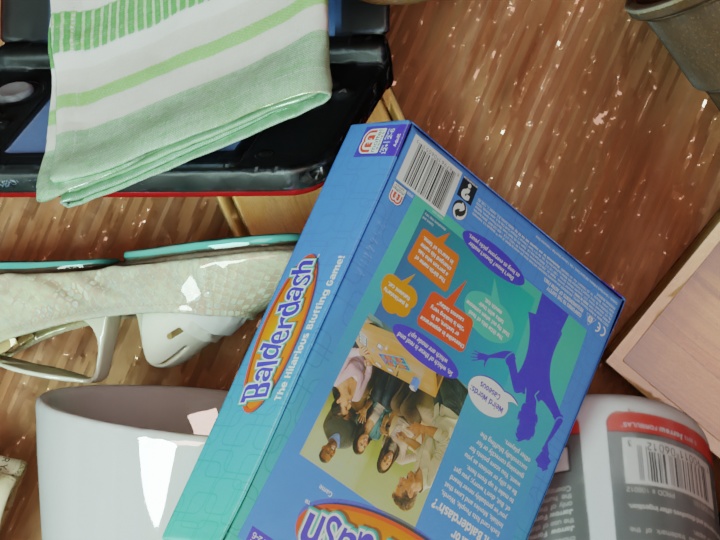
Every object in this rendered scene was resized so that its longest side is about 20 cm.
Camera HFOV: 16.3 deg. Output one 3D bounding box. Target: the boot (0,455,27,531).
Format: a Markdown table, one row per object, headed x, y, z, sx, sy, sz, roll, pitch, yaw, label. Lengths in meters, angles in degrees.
| x | y | z | sx | sy | sz | roll | pitch | yaw | label |
| --- | --- | --- | --- | --- | --- | --- | --- | --- | --- |
| -0.231 | 0.067 | 1.189 | 0.154 | 0.073 | 0.202 | 12 | 94 | 0 | boot |

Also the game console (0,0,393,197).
| x | y | z | sx | sy | sz | roll | pitch | yaw | label |
| --- | --- | --- | --- | --- | --- | --- | --- | --- | --- |
| -0.093 | -0.122 | 1.143 | 0.198 | 0.173 | 0.119 | 0 | 120 | 19 | game console |

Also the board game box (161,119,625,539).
| x | y | z | sx | sy | sz | roll | pitch | yaw | label |
| --- | --- | --- | --- | --- | --- | --- | --- | --- | --- |
| 0.019 | 0.061 | 1.074 | 0.152 | 0.045 | 0.201 | 38 | 67 | -33 | board game box |

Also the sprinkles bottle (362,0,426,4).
| x | y | z | sx | sy | sz | roll | pitch | yaw | label |
| --- | --- | --- | --- | --- | --- | --- | --- | --- | --- |
| 0.013 | -0.221 | 1.113 | 0.068 | 0.068 | 0.202 | 0 | 71 | -1 | sprinkles bottle |

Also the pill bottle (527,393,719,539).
| x | y | z | sx | sy | sz | roll | pitch | yaw | label |
| --- | --- | --- | --- | --- | --- | --- | --- | --- | --- |
| 0.111 | 0.168 | 1.134 | 0.115 | 0.116 | 0.201 | -1 | 60 | -1 | pill bottle |

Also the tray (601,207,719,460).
| x | y | z | sx | sy | sz | roll | pitch | yaw | label |
| --- | --- | --- | --- | --- | --- | --- | --- | --- | --- |
| 0.224 | 0.069 | 1.220 | 0.200 | 0.037 | 0.099 | 40 | 91 | -1 | tray |

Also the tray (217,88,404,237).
| x | y | z | sx | sy | sz | roll | pitch | yaw | label |
| --- | --- | --- | --- | --- | --- | --- | --- | --- | --- |
| 0.000 | 0.000 | 1.207 | 0.098 | 0.037 | 0.201 | -24 | 90 | 0 | tray |

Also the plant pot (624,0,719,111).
| x | y | z | sx | sy | sz | roll | pitch | yaw | label |
| --- | --- | --- | --- | --- | --- | --- | --- | --- | --- |
| 0.256 | -0.088 | 1.149 | 0.199 | 0.200 | 0.199 | -32 | 100 | 0 | plant pot |

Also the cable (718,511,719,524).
| x | y | z | sx | sy | sz | roll | pitch | yaw | label |
| --- | --- | --- | --- | --- | --- | --- | --- | --- | --- |
| 0.244 | 0.147 | 1.180 | 0.198 | 0.051 | 0.165 | -12 | 92 | 0 | cable |

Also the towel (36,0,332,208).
| x | y | z | sx | sy | sz | roll | pitch | yaw | label |
| --- | --- | --- | --- | --- | --- | --- | --- | --- | --- |
| -0.081 | -0.135 | 1.097 | 0.152 | 0.023 | 0.201 | -21 | 55 | 28 | towel |

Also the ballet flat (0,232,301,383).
| x | y | z | sx | sy | sz | roll | pitch | yaw | label |
| --- | --- | --- | --- | --- | --- | --- | --- | --- | --- |
| -0.107 | 0.020 | 1.176 | 0.199 | 0.067 | 0.063 | -5 | 87 | 26 | ballet flat |

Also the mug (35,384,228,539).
| x | y | z | sx | sy | sz | roll | pitch | yaw | label |
| --- | --- | --- | --- | --- | --- | --- | --- | --- | --- |
| -0.063 | 0.141 | 1.123 | 0.185 | 0.149 | 0.155 | 8 | 95 | 29 | mug |
